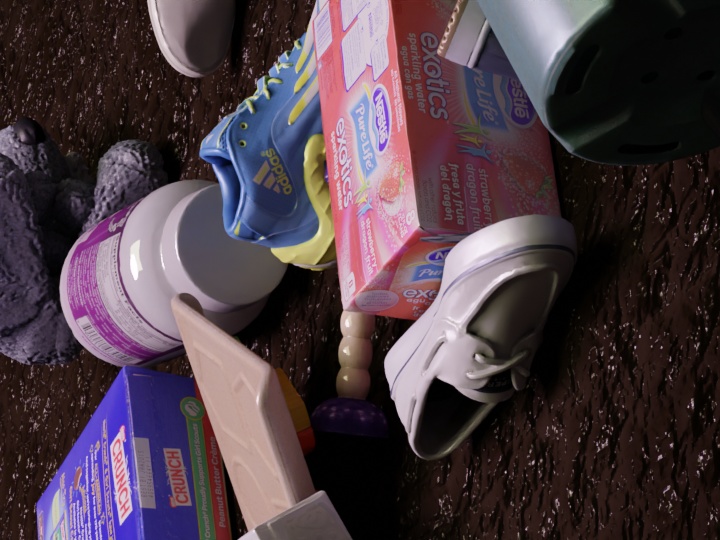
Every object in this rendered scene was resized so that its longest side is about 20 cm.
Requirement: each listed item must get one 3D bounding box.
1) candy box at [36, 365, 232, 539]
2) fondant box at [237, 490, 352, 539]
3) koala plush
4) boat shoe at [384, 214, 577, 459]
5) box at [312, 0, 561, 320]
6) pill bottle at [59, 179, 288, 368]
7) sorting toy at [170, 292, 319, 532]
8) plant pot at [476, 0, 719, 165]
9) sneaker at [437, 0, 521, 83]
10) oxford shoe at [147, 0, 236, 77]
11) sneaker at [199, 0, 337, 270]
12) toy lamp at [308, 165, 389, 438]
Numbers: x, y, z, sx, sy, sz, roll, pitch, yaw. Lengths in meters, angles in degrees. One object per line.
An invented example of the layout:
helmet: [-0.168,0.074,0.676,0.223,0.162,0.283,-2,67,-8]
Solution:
candy box: [-0.163,0.193,1.947,0.200,0.077,0.170,126,145,-48]
fondant box: [-0.046,0.232,1.620,0.145,0.058,0.200,59,147,7]
koala plush: [-0.263,-0.044,2.140,0.200,0.177,0.184,-130,42,-55]
boat shoe: [0.071,0.040,1.493,0.200,0.073,0.066,117,146,-57]
box: [0.042,-0.080,1.549,0.103,0.094,0.201,130,140,-50]
pill bottle: [-0.125,0.000,1.877,0.200,0.112,0.113,158,117,-62]
sorting toy: [-0.054,0.117,1.699,0.200,0.036,0.186,-140,31,-65]
plant pot: [0.126,-0.170,1.297,0.200,0.200,0.197,-57,42,43]
sneaker: [0.113,-0.145,1.462,0.200,0.108,0.070,-63,-6,-59]
oxford shoe: [-0.108,-0.240,1.972,0.058,0.075,0.201,2,83,52]
sneaker: [-0.043,-0.104,1.734,0.076,0.105,0.201,174,103,-65]
toy lamp: [0.000,0.000,1.667,0.058,0.058,0.201,176,102,-66]
